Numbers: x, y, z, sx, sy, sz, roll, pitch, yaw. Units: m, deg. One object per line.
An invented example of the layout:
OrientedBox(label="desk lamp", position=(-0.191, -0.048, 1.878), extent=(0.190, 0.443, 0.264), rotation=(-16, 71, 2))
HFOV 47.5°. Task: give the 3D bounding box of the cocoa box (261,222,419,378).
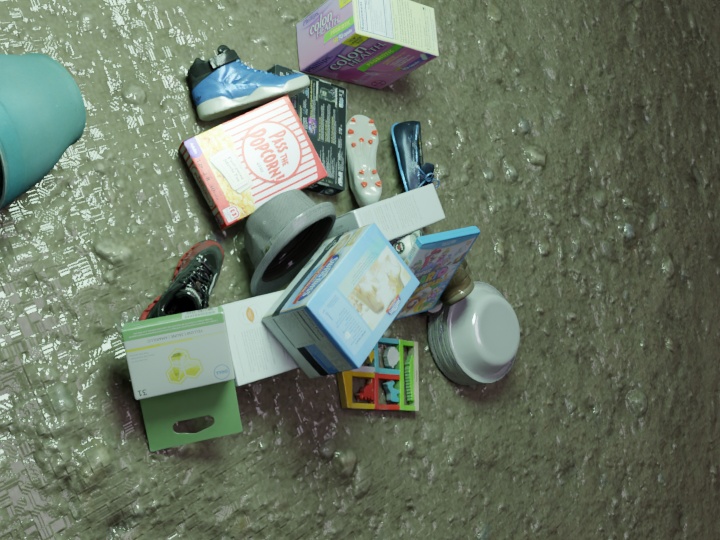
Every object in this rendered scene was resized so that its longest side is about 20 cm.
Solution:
OrientedBox(label="cocoa box", position=(-0.028, 0.047, 1.274), extent=(0.134, 0.131, 0.200), rotation=(51, 53, -17))

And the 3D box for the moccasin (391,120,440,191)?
OrientedBox(label="moccasin", position=(0.112, -0.196, 1.593), extent=(0.080, 0.067, 0.202), rotation=(-20, 95, -81))

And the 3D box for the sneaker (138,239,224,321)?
OrientedBox(label="sneaker", position=(-0.256, 0.029, 1.242), extent=(0.071, 0.098, 0.201), rotation=(44, 55, -21))

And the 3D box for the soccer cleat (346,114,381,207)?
OrientedBox(label="soccer cleat", position=(0.001, -0.202, 1.530), extent=(0.068, 0.078, 0.202), rotation=(2, 58, -13))

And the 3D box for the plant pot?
OrientedBox(label="plant pot", position=(-0.472, -0.195, 1.070), extent=(0.201, 0.199, 0.188), rotation=(58, 37, -13))

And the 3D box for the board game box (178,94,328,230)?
OrientedBox(label="board game box", position=(-0.174, -0.179, 1.347), extent=(0.199, 0.046, 0.153), rotation=(-30, 94, -22))

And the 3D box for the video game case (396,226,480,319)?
OrientedBox(label="video game case", position=(0.112, 0.009, 1.413), extent=(0.142, 0.201, 0.018), rotation=(-12, 53, -38))

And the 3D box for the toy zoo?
OrientedBox(label="toy zoo", position=(0.026, 0.186, 1.484), extent=(0.198, 0.020, 0.133), rotation=(9, 74, -37))

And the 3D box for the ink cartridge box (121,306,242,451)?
OrientedBox(label="ink cartridge box", position=(-0.252, 0.162, 1.175), extent=(0.144, 0.048, 0.202), rotation=(-10, 103, -11))

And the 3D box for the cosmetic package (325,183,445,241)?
OrientedBox(label="cosmetic package", position=(0.042, -0.086, 1.428), extent=(0.199, 0.101, 0.075), rotation=(-25, 94, -40))

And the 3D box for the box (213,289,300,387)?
OrientedBox(label="box", position=(-0.150, 0.104, 1.310), extent=(0.199, 0.097, 0.126), rotation=(-13, 87, -40))

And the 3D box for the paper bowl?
OrientedBox(label="paper bowl", position=(0.236, 0.123, 1.616), extent=(0.199, 0.104, 0.203), rotation=(9, 76, -37))

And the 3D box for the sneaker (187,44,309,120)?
OrientedBox(label="sneaker", position=(-0.189, -0.330, 1.366), extent=(0.198, 0.077, 0.112), rotation=(-18, 92, -13))

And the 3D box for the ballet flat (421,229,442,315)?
OrientedBox(label="ballet flat", position=(0.108, -0.009, 1.586), extent=(0.067, 0.046, 0.202), rotation=(-18, 86, -17))

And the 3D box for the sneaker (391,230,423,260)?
OrientedBox(label="sneaker", position=(0.090, -0.012, 1.480), extent=(0.200, 0.088, 0.075), rotation=(51, 25, -61))

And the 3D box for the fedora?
OrientedBox(label="fedora", position=(-0.130, -0.058, 1.334), extent=(0.090, 0.200, 0.176), rotation=(47, 40, 12))

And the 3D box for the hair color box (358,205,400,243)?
OrientedBox(label="hair color box", position=(0.000, 0.000, 1.479), extent=(0.111, 0.064, 0.202), rotation=(36, 61, -27))

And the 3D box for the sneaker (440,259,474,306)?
OrientedBox(label="sneaker", position=(0.168, 0.006, 1.569), extent=(0.076, 0.070, 0.200), rotation=(53, 13, -10))

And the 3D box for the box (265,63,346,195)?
OrientedBox(label="box", position=(-0.100, -0.249, 1.467), extent=(0.159, 0.043, 0.202), rotation=(10, 74, -37))

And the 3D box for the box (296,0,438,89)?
OrientedBox(label="box", position=(0.013, -0.426, 1.512), extent=(0.198, 0.175, 0.098), rotation=(4, 77, -38))
